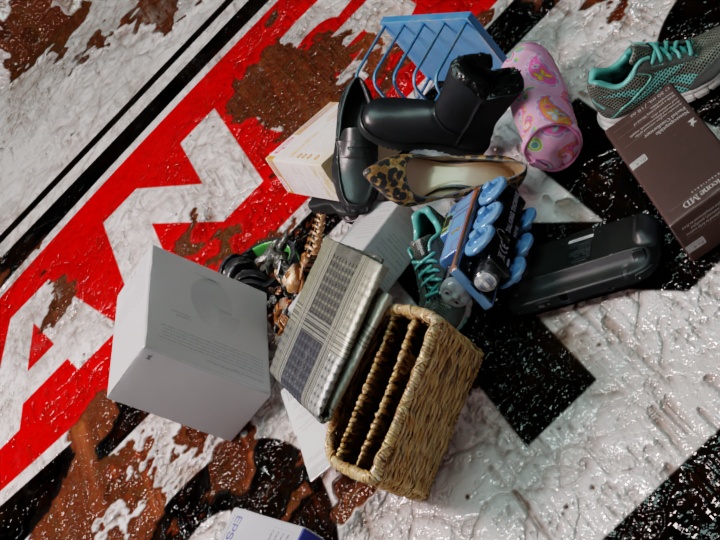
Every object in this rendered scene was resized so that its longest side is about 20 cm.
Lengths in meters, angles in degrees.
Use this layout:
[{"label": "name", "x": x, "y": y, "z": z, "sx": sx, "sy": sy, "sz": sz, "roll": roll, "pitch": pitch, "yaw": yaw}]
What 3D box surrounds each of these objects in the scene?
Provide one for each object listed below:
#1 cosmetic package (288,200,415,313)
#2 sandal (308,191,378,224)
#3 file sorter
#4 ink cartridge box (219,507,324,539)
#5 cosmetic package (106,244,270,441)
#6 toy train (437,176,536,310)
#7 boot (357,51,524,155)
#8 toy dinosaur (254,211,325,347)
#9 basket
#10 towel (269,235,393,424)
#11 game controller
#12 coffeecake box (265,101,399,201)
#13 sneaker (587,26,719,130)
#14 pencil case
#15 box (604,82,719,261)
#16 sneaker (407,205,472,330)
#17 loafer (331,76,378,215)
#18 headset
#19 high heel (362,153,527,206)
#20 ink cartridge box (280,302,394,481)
[{"label": "cosmetic package", "x": 0.000, "y": 0.000, "z": 1.464, "sx": 0.201, "sy": 0.074, "sz": 0.101, "roll": -53, "pitch": 21, "yaw": -20}, {"label": "sandal", "x": -0.016, "y": -0.104, "z": 1.641, "sx": 0.075, "sy": 0.048, "sz": 0.200, "roll": -47, "pitch": 21, "yaw": -13}, {"label": "file sorter", "x": 0.107, "y": -0.290, "z": 1.602, "sx": 0.198, "sy": 0.139, "sz": 0.124, "roll": 14, "pitch": 68, "yaw": 51}, {"label": "ink cartridge box", "x": -0.126, "y": 0.398, "z": 1.287, "sx": 0.198, "sy": 0.041, "sz": 0.202, "roll": 0, "pitch": 57, "yaw": 46}, {"label": "cosmetic package", "x": -0.241, "y": 0.105, "z": 1.526, "sx": 0.123, "sy": 0.197, "sz": 0.202, "roll": -49, "pitch": 30, "yaw": 30}, {"label": "toy train", "x": 0.151, "y": -0.031, "z": 1.324, "sx": 0.114, "sy": 0.087, "sz": 0.201, "roll": -36, "pitch": 20, "yaw": 36}, {"label": "boot", "x": 0.105, "y": -0.230, "z": 1.437, "sx": 0.169, "sy": 0.196, "sz": 0.078, "roll": 112, "pitch": 167, "yaw": -60}, {"label": "toy dinosaur", "x": -0.082, "y": 0.013, "z": 1.538, "sx": 0.201, "sy": 0.101, "sz": 0.136, "roll": -50, "pitch": 30, "yaw": 16}, {"label": "basket", "x": 0.028, "y": 0.140, "z": 1.222, "sx": 0.141, "sy": 0.149, "sz": 0.203, "roll": 19, "pitch": 82, "yaw": 32}, {"label": "towel", "x": -0.036, "y": 0.066, "z": 1.310, "sx": 0.203, "sy": 0.034, "sz": 0.192, "roll": -67, "pitch": 25, "yaw": 2}, {"label": "game controller", "x": 0.263, "y": -0.006, "z": 1.269, "sx": 0.197, "sy": 0.042, "sz": 0.105, "roll": -18, "pitch": 31, "yaw": 34}, {"label": "coffeecake box", "x": -0.036, "y": -0.188, "z": 1.664, "sx": 0.153, "sy": 0.074, "sz": 0.199, "roll": -43, "pitch": 26, "yaw": -17}, {"label": "sneaker", "x": 0.368, "y": -0.248, "z": 1.317, "sx": 0.198, "sy": 0.091, "sz": 0.078, "roll": -30, "pitch": 40, "yaw": 23}, {"label": "pencil case", "x": 0.241, "y": -0.221, "z": 1.447, "sx": 0.087, "sy": 0.087, "sz": 0.202, "roll": -31, "pitch": 39, "yaw": 21}, {"label": "box", "x": 0.367, "y": -0.116, "z": 1.225, "sx": 0.100, "sy": 0.075, "sz": 0.202, "roll": -36, "pitch": 39, "yaw": 15}, {"label": "sneaker", "x": 0.092, "y": 0.000, "z": 1.387, "sx": 0.077, "sy": 0.091, "sz": 0.202, "roll": -27, "pitch": 41, "yaw": 27}, {"label": "loafer", "x": -0.008, "y": -0.178, "z": 1.516, "sx": 0.067, "sy": 0.071, "sz": 0.204, "roll": 0, "pitch": 67, "yaw": -1}, {"label": "headset", "x": -0.188, "y": 0.013, "z": 1.665, "sx": 0.199, "sy": 0.095, "sz": 0.123, "roll": -38, "pitch": 35, "yaw": -6}, {"label": "high heel", "x": 0.113, "y": -0.129, "z": 1.387, "sx": 0.142, "sy": 0.197, "sz": 0.073, "roll": -19, "pitch": 70, "yaw": 53}, {"label": "ink cartridge box", "x": -0.001, "y": 0.160, "z": 1.377, "sx": 0.199, "sy": 0.044, "sz": 0.175, "roll": -40, "pitch": 39, "yaw": 11}]
